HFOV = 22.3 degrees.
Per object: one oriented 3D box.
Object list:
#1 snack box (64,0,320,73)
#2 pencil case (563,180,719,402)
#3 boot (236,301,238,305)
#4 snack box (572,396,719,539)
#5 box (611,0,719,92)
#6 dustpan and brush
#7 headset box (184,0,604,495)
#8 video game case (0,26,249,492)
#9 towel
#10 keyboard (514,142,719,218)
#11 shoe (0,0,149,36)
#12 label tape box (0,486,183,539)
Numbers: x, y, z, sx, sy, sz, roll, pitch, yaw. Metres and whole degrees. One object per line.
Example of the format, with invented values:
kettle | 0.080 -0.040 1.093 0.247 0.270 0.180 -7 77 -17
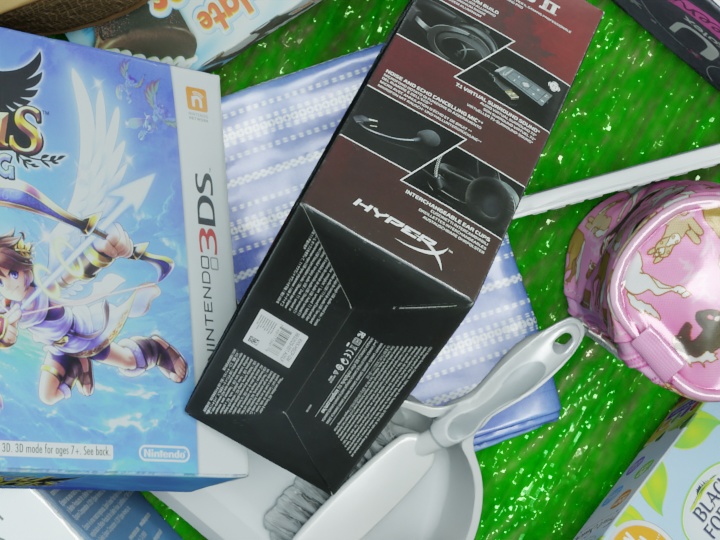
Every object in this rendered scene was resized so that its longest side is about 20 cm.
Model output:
snack box | -0.062 -0.160 0.805 0.200 0.037 0.116 -28 91 35
pencil case | 0.136 0.004 0.776 0.083 0.200 0.087 11 93 0
boot | -0.147 -0.011 0.802 0.070 0.146 0.200 -40 85 30
snack box | 0.195 0.160 0.820 0.200 0.053 0.142 45 54 0
box | 0.151 -0.169 0.803 0.200 0.132 0.115 39 90 -1
dustpan and brush | 0.020 0.082 0.822 0.200 0.057 0.140 -44 111 8
headset box | 0.018 -0.031 0.753 0.077 0.149 0.200 30 48 -2
video game case | -0.138 -0.005 0.733 0.045 0.200 0.182 -19 71 43
towel | 0.000 0.000 0.866 0.145 0.024 0.200 -18 91 0
keyboard | 0.150 -0.050 0.838 0.200 0.056 0.011 -15 91 -3
shoe | -0.173 -0.128 0.815 0.200 0.070 0.053 -11 87 27
label tape box | -0.162 0.094 0.811 0.066 0.143 0.200 -45 91 2
